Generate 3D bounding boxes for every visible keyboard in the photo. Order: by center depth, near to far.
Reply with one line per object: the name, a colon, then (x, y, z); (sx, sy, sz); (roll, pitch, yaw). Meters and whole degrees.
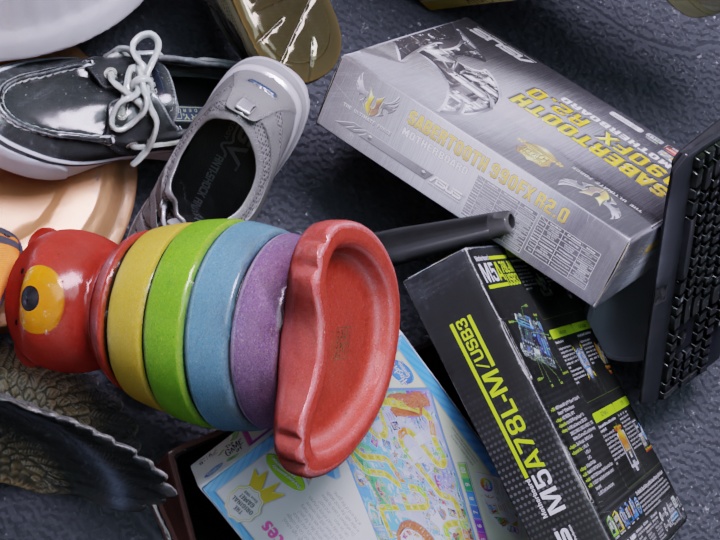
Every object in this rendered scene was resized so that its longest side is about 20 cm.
keyboard: (0.210, -0.016, 1.016); (0.021, 0.201, 0.127); (33, 54, 30)

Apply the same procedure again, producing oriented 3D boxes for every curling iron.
curling iron: (0.000, 0.000, 0.998); (0.026, 0.199, 0.050); (41, 41, -47)

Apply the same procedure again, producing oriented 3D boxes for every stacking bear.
stacking bear: (-0.091, 0.024, 0.891); (0.199, 0.114, 0.122); (8, 95, 23)

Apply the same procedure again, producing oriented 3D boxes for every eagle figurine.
eagle figurine: (-0.211, 0.092, 0.922); (0.199, 0.151, 0.152); (-18, 57, -10)

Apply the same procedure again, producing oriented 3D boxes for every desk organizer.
desk organizer: (-0.017, 0.103, 1.002); (0.199, 0.077, 0.072); (-22, 81, -22)

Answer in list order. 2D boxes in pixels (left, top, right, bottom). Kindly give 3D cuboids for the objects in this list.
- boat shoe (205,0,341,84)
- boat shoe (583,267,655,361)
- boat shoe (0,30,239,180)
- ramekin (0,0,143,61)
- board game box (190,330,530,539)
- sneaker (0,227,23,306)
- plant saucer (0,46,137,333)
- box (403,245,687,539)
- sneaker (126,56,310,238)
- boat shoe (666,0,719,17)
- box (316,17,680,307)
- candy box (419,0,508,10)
boat shoe: (-0.076, -0.193, 1.008); (0.072, 0.066, 0.202); (-23, 89, -27)
boat shoe: (0.215, -0.022, 1.118); (0.200, 0.065, 0.074); (-43, 98, -3)
boat shoe: (-0.128, -0.094, 1.003); (0.199, 0.068, 0.074); (3, 66, -34)
ramekin: (-0.208, -0.223, 0.995); (0.199, 0.098, 0.201); (2, 53, -3)
board game box: (0.020, 0.143, 0.961); (0.134, 0.034, 0.200); (-37, 111, -2)
sneaker: (-0.251, -0.032, 0.947); (0.112, 0.078, 0.201); (14, 44, -44)
plant saucer: (-0.227, -0.062, 1.014); (0.199, 0.032, 0.201); (5, 73, -15)
box: (0.110, 0.078, 0.994); (0.047, 0.200, 0.194); (-31, 83, 17)
sneaker: (-0.097, -0.023, 0.970); (0.074, 0.082, 0.201); (25, 111, 7)
boat shoe: (0.172, -0.207, 0.995); (0.200, 0.066, 0.074); (22, 74, -43)
box: (0.096, -0.070, 1.030); (0.200, 0.048, 0.158); (35, 29, 19)
candy box: (0.050, -0.243, 1.040); (0.200, 0.169, 0.077); (35, 67, -38)
